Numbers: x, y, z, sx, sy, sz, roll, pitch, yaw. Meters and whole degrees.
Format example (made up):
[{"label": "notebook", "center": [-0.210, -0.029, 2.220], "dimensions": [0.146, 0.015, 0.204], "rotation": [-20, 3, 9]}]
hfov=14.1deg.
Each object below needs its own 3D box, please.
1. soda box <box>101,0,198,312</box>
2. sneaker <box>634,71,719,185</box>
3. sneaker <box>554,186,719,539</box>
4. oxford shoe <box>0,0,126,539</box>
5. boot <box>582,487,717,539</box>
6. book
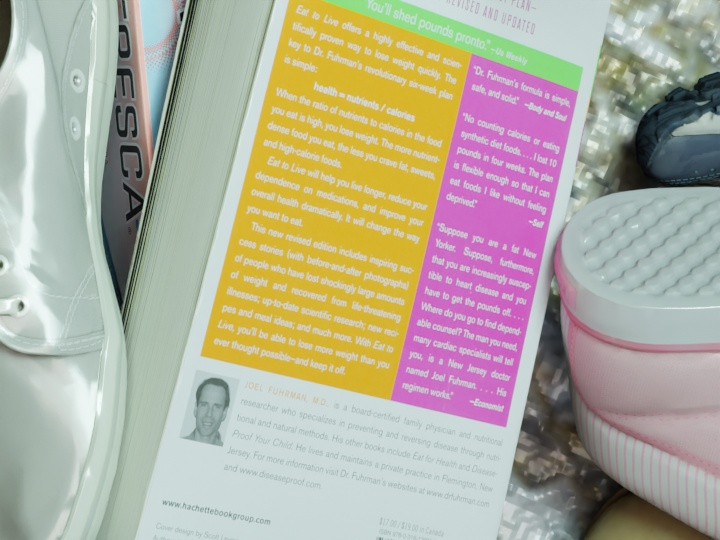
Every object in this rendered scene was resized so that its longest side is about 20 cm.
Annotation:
[{"label": "soda box", "center": [-0.050, -0.044, 0.885], "dimensions": [0.063, 0.068, 0.201], "rotation": [-8, 97, -27]}, {"label": "sneaker", "center": [0.185, -0.020, 0.932], "dimensions": [0.199, 0.078, 0.087], "rotation": [3, 99, -10]}, {"label": "sneaker", "center": [0.158, 0.032, 0.897], "dimensions": [0.199, 0.076, 0.105], "rotation": [2, 131, 4]}, {"label": "oxford shoe", "center": [-0.106, -0.005, 0.825], "dimensions": [0.058, 0.075, 0.201], "rotation": [11, 75, -50]}, {"label": "boot", "center": [0.048, 0.144, 0.861], "dimensions": [0.066, 0.200, 0.176], "rotation": [20, 93, 22]}, {"label": "book", "center": [0.000, 0.000, 0.852], "dimensions": [0.133, 0.048, 0.201], "rotation": [16, 85, -37]}]
